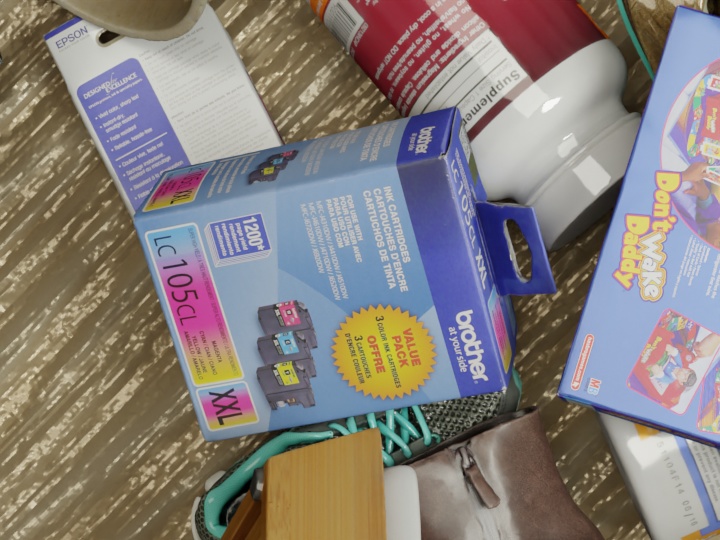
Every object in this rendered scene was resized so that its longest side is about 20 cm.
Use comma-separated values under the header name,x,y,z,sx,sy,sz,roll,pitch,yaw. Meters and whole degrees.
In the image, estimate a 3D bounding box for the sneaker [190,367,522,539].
name,x,y,z,sx,sy,sz,roll,pitch,yaw
sneaker,-0.003,0.103,1.205,0.199,0.091,0.078,-31,81,2

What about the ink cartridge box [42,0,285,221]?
name,x,y,z,sx,sy,sz,roll,pitch,yaw
ink cartridge box,-0.092,-0.065,1.266,0.094,0.037,0.201,-28,83,3

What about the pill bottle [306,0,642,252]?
name,x,y,z,sx,sy,sz,roll,pitch,yaw
pill bottle,0.069,-0.113,1.215,0.113,0.113,0.200,-40,81,0

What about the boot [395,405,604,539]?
name,x,y,z,sx,sy,sz,roll,pitch,yaw
boot,0.041,0.182,1.185,0.199,0.072,0.167,-27,96,-12

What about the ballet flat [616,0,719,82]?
name,x,y,z,sx,sy,sz,roll,pitch,yaw
ballet flat,0.197,-0.078,1.185,0.072,0.068,0.201,-13,105,28

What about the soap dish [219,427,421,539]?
name,x,y,z,sx,sy,sz,roll,pitch,yaw
soap dish,-0.035,0.191,1.121,0.081,0.200,0.158,9,55,-15

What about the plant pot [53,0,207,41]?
name,x,y,z,sx,sy,sz,roll,pitch,yaw
plant pot,-0.111,-0.260,1.218,0.200,0.201,0.184,34,65,10

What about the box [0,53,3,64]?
name,x,y,z,sx,sy,sz,roll,pitch,yaw
box,-0.305,-0.137,1.243,0.199,0.048,0.194,-27,45,2

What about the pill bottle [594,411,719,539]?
name,x,y,z,sx,sy,sz,roll,pitch,yaw
pill bottle,0.224,0.059,1.174,0.199,0.112,0.113,-23,80,3

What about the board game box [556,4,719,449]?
name,x,y,z,sx,sy,sz,roll,pitch,yaw
board game box,0.190,-0.013,1.106,0.134,0.045,0.201,17,86,11

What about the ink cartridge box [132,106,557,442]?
name,x,y,z,sx,sy,sz,roll,pitch,yaw
ink cartridge box,0.000,0.000,1.170,0.199,0.076,0.137,-12,112,12
